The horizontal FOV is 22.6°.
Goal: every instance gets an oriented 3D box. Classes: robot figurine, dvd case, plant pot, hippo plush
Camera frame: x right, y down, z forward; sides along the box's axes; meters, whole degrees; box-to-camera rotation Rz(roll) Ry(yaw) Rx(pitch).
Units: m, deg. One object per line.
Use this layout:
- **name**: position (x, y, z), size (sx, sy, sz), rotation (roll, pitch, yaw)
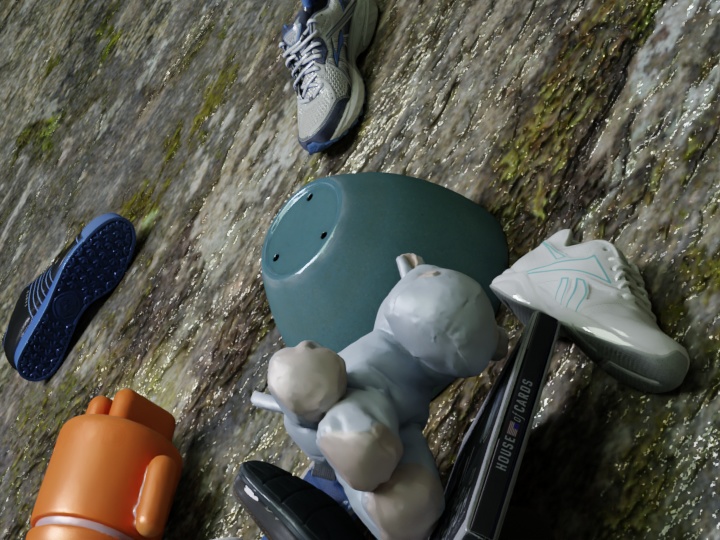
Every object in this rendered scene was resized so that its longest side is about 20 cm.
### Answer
- **robot figurine**: position (-0.224, 0.206, 1.563), size (0.142, 0.117, 0.201), rotation (8, 60, 11)
- **dvd case**: position (0.078, 0.143, 1.195), size (0.201, 0.025, 0.151), rotation (-65, 0, -46)
- **plant pot**: position (0.000, 0.000, 1.433), size (0.199, 0.134, 0.201), rotation (-33, 38, 30)
- **hippo plush**: position (0.036, 0.084, 1.220), size (0.161, 0.160, 0.200), rotation (-40, -5, -11)

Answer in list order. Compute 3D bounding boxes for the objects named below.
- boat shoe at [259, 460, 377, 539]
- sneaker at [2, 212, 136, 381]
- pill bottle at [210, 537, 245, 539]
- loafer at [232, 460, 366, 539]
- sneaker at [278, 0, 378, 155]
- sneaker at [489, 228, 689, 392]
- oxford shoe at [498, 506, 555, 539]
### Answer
- **boat shoe**: position (-0.024, 0.201, 1.339), size (0.200, 0.072, 0.072), rotation (-49, 33, 13)
- **sneaker**: position (-0.314, 0.017, 1.897), size (0.201, 0.070, 0.078), rotation (-55, 38, 3)
- **pill bottle**: position (-0.097, 0.297, 1.245), size (0.116, 0.116, 0.201), rotation (-32, 71, 32)
- **loafer**: position (-0.024, 0.216, 1.250), size (0.200, 0.073, 0.072), rotation (44, 110, 19)
- **sneaker**: position (-0.044, -0.200, 1.721), size (0.077, 0.085, 0.201), rotation (-26, 43, 38)
- **sneaker**: position (0.168, 0.020, 1.255), size (0.080, 0.070, 0.200), rotation (-47, 34, -6)
- **oxford shoe**: position (0.084, 0.259, 1.170), size (0.071, 0.071, 0.202), rotation (122, 165, -67)
